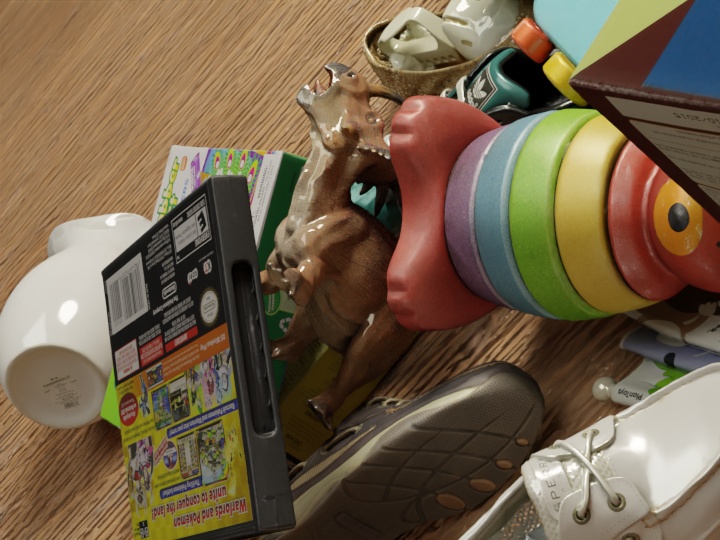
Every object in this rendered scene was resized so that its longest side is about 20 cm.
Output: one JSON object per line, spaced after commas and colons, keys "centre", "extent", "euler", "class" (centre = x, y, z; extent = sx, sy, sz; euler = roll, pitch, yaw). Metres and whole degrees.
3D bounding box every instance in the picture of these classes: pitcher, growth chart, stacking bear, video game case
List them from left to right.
{"centre": [-0.198, 0.024, 1.146], "extent": [0.171, 0.122, 0.201], "euler": [-23, 28, 18], "class": "pitcher"}
{"centre": [-0.096, 0.063, 0.803], "extent": [0.200, 0.025, 0.182], "euler": [-29, 67, 60], "class": "video game case"}
{"centre": [0.123, -0.028, 0.703], "extent": [0.199, 0.113, 0.123], "euler": [1, 90, 44], "class": "stacking bear"}
{"centre": [0.187, -0.009, 0.714], "extent": [0.144, 0.018, 0.201], "euler": [1, 59, 56], "class": "growth chart"}

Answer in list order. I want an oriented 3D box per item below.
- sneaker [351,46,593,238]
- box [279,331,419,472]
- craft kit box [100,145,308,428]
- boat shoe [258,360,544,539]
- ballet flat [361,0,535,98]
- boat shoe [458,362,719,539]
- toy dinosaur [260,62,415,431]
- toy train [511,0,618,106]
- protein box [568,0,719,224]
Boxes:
{"centre": [0.068, -0.085, 0.832], "extent": [0.199, 0.080, 0.072], "euler": [-23, 51, 8], "class": "sneaker"}
{"centre": [-0.004, 0.030, 0.913], "extent": [0.200, 0.050, 0.075], "euler": [-52, 30, 4], "class": "box"}
{"centre": [-0.098, 0.020, 0.932], "extent": [0.197, 0.048, 0.202], "euler": [10, 85, 65], "class": "craft kit box"}
{"centre": [0.014, 0.101, 0.790], "extent": [0.200, 0.074, 0.074], "euler": [-37, 34, 25], "class": "boat shoe"}
{"centre": [0.067, -0.157, 0.989], "extent": [0.199, 0.065, 0.071], "euler": [-5, 54, 53], "class": "ballet flat"}
{"centre": [0.102, 0.108, 0.646], "extent": [0.200, 0.069, 0.071], "euler": [-47, 35, 22], "class": "boat shoe"}
{"centre": [0.000, 0.000, 0.807], "extent": [0.135, 0.201, 0.086], "euler": [-35, 40, -23], "class": "toy dinosaur"}
{"centre": [0.172, -0.144, 0.705], "extent": [0.199, 0.055, 0.152], "euler": [7, 87, 34], "class": "toy train"}
{"centre": [0.230, -0.088, 0.549], "extent": [0.199, 0.200, 0.135], "euler": [-56, 30, -5], "class": "protein box"}
